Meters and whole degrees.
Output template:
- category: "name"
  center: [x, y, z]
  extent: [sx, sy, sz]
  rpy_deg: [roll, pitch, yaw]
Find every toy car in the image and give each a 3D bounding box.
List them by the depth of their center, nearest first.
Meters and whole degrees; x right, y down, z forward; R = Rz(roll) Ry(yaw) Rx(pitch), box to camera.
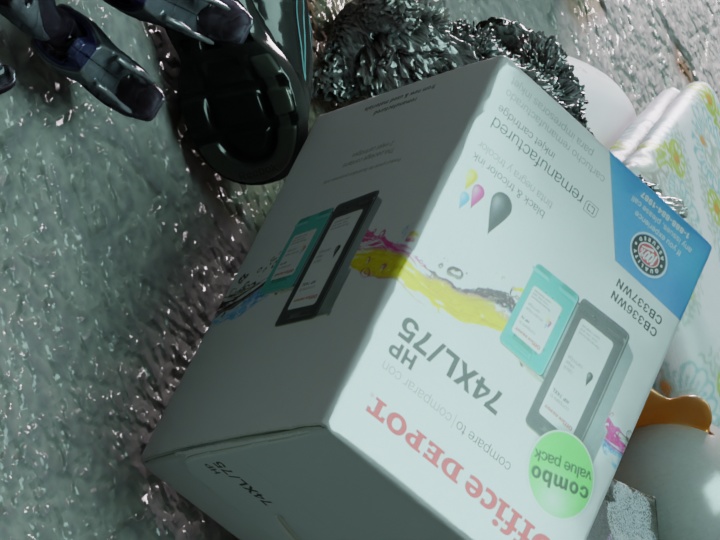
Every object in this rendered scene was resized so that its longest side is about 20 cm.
- category: "toy car"
  center: [0.154, 0.151, 1.501]
  extent: [0.200, 0.176, 0.184]
  rpy_deg: [66, 20, -14]

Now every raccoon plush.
- category: "raccoon plush"
  center: [0.070, -0.087, 1.471]
  extent: [0.134, 0.200, 0.097]
  rpy_deg: [19, 93, -57]

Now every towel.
- category: "towel"
  center: [0.188, -0.005, 1.628]
  extent: [0.172, 0.048, 0.200]
  rpy_deg: [68, 25, -12]

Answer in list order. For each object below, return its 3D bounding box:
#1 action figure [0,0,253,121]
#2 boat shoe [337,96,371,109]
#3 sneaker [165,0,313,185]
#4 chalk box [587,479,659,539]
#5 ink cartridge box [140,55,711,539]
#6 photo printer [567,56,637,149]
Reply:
- category: "action figure"
  center: [-0.133, -0.125, 1.177]
  extent: [0.069, 0.130, 0.200]
  rpy_deg: [41, 8, 32]
- category: "boat shoe"
  center: [0.000, 0.000, 1.396]
  extent: [0.061, 0.072, 0.202]
  rpy_deg: [37, 48, -55]
- category: "sneaker"
  center: [-0.068, -0.142, 1.358]
  extent: [0.079, 0.075, 0.201]
  rpy_deg: [-45, 125, -71]
- category: "chalk box"
  center: [0.075, 0.205, 1.384]
  extent: [0.124, 0.124, 0.201]
  rpy_deg: [28, 54, -56]
- category: "ink cartridge box"
  center: [0.031, 0.037, 1.271]
  extent: [0.147, 0.146, 0.200]
  rpy_deg: [40, 60, -24]
- category: "photo printer"
  center: [0.118, -0.027, 1.630]
  extent: [0.166, 0.069, 0.201]
  rpy_deg: [-4, 81, -62]
